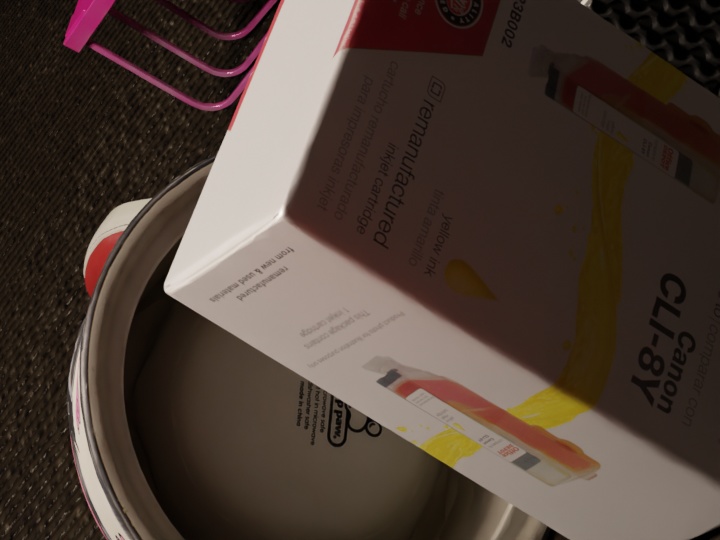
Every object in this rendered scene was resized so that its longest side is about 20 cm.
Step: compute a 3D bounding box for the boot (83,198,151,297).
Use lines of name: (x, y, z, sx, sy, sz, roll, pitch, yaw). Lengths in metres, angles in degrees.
boot: (-0.131, 0.032, 1.597, 0.200, 0.072, 0.145, -22, 43, 59)

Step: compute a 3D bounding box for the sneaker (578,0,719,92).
sneaker: (0.090, -0.073, 1.130, 0.200, 0.070, 0.090, -58, 20, 15)

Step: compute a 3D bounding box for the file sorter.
file sorter: (-0.101, -0.227, 1.836, 0.139, 0.125, 0.200, -49, 19, 35)

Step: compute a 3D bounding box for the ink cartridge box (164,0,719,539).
ink cartridge box: (0.054, -0.013, 0.914, 0.083, 0.200, 0.145, -32, 33, 52)

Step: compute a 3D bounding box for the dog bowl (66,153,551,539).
dog bowl: (-0.023, 0.054, 1.025, 0.074, 0.200, 0.200, -33, 31, 61)
